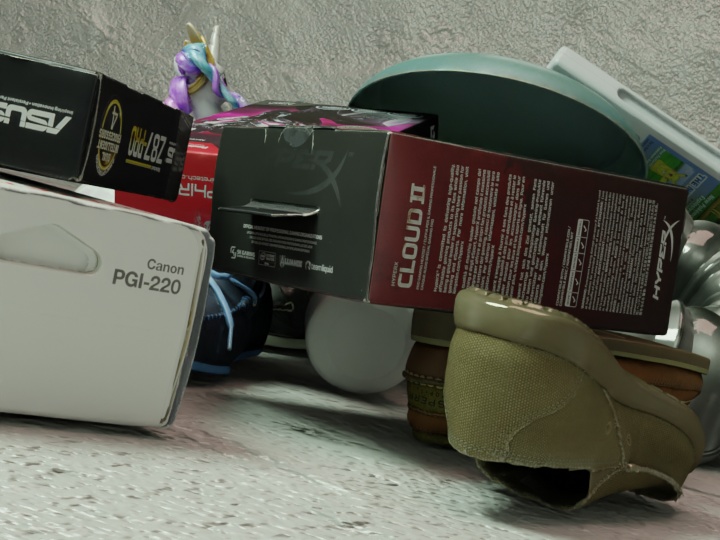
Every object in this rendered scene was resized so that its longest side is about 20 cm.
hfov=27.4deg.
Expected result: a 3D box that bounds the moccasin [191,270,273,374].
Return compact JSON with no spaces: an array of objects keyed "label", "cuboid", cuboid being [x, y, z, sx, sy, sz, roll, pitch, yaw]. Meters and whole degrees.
[{"label":"moccasin","cuboid":[-0.093,0.013,0.804,0.080,0.069,0.200,13,4,4]}]

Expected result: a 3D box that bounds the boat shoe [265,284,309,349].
[{"label":"boat shoe","cuboid":[-0.039,0.019,0.997,0.198,0.067,0.074,11,4,-37]}]

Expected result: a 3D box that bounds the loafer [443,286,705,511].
[{"label":"loafer","cuboid":[0.085,0.067,0.626,0.076,0.068,0.200,19,-10,39]}]

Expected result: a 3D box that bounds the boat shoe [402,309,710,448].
[{"label":"boat shoe","cuboid":[0.100,0.062,0.765,0.199,0.069,0.072,8,0,-34]}]

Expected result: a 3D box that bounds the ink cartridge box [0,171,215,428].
[{"label":"ink cartridge box","cuboid":[-0.174,-0.003,0.599,0.145,0.086,0.199,11,1,-39]}]

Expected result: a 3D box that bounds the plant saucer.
[{"label":"plant saucer","cuboid":[0.090,-0.090,0.961,0.198,0.028,0.200,13,-18,4]}]

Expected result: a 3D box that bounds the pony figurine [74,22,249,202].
[{"label":"pony figurine","cuboid":[-0.121,-0.066,1.152,0.166,0.193,0.200,3,-42,49]}]

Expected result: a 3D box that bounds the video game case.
[{"label":"video game case","cuboid":[0.173,-0.046,1.043,0.182,0.022,0.200,34,-35,-1]}]

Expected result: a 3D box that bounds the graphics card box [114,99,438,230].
[{"label":"graphics card box","cuboid":[-0.042,-0.061,0.866,0.124,0.051,0.200,7,15,21]}]

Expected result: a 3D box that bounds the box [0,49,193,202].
[{"label":"box","cuboid":[-0.186,-0.075,0.637,0.198,0.050,0.161,12,3,5]}]

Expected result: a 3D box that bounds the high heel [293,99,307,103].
[{"label":"high heel","cuboid":[-0.095,-0.063,1.021,0.071,0.144,0.200,8,-2,31]}]

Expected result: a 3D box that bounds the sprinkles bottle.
[{"label":"sprinkles bottle","cuboid":[0.000,0.000,0.904,0.068,0.069,0.200,12,23,-7]}]

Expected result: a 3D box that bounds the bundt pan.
[{"label":"bundt pan","cuboid":[0.185,0.021,0.918,0.200,0.076,0.203,14,34,-10]}]

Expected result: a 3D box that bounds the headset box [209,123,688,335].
[{"label":"headset box","cuboid":[0.031,-0.021,0.703,0.199,0.076,0.148,7,2,-35]}]
